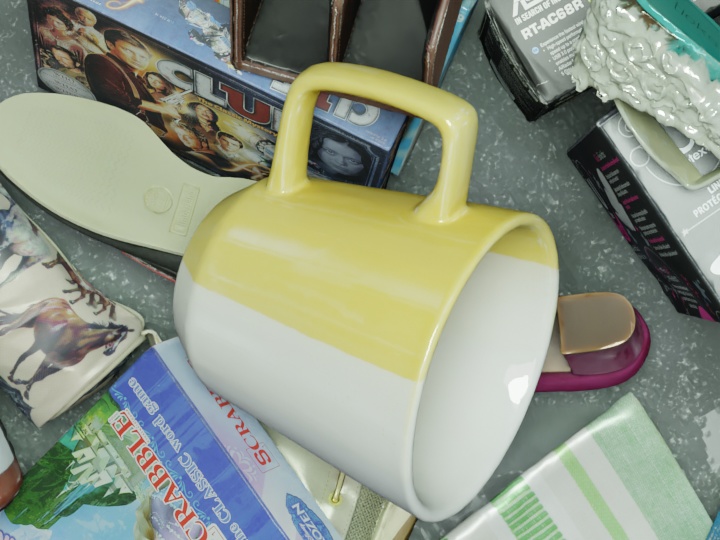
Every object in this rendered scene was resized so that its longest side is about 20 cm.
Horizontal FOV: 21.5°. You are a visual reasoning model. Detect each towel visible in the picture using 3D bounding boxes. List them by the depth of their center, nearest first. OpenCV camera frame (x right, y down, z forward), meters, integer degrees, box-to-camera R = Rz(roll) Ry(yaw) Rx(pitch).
[{"bbox_3d":[0.104,0.183,1.001,0.200,0.023,0.153,-36,107,-6],"label":"towel"}]

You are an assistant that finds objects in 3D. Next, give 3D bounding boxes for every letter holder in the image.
[{"bbox_3d":[0.014,-0.196,0.877,0.100,0.142,0.200,15,73,3],"label":"letter holder"}]

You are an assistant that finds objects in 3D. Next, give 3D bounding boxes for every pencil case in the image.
[{"bbox_3d":[-0.201,-0.006,1.022,0.089,0.078,0.200,-44,88,0],"label":"pencil case"}]

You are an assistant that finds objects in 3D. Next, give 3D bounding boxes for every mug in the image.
[{"bbox_3d":[0.002,0.006,0.909,0.153,0.149,0.187,20,89,26],"label":"mug"}]

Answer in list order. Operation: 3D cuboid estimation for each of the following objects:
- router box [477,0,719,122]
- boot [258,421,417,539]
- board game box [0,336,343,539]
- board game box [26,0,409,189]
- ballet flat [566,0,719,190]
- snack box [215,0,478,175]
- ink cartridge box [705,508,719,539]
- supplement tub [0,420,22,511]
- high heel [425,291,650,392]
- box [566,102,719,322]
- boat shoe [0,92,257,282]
[{"bbox_3d":[0.159,-0.152,0.967,0.200,0.150,0.062,-30,89,3],"label":"router box"},{"bbox_3d":[-0.057,0.136,1.019,0.154,0.072,0.200,27,86,2],"label":"boot"},{"bbox_3d":[-0.098,0.170,0.977,0.200,0.041,0.200,-44,76,29],"label":"board game box"},{"bbox_3d":[-0.076,-0.093,0.986,0.200,0.136,0.035,26,70,3],"label":"board game box"},{"bbox_3d":[0.173,-0.051,0.817,0.200,0.072,0.072,40,92,5],"label":"ballet flat"},{"bbox_3d":[-0.046,-0.143,1.003,0.200,0.037,0.116,26,130,3],"label":"snack box"},{"bbox_3d":[0.277,0.151,0.923,0.146,0.200,0.147,23,92,-12],"label":"ink cartridge box"},{"bbox_3d":[-0.253,0.041,0.954,0.107,0.107,0.200,-20,102,3],"label":"supplement tub"},{"bbox_3d":[0.053,0.044,1.011,0.199,0.096,0.068,1,76,11],"label":"high heel"},{"bbox_3d":[0.190,-0.058,0.941,0.132,0.200,0.115,-35,90,2],"label":"box"},{"bbox_3d":[-0.109,-0.032,1.019,0.201,0.063,0.074,22,63,-1],"label":"boat shoe"}]
